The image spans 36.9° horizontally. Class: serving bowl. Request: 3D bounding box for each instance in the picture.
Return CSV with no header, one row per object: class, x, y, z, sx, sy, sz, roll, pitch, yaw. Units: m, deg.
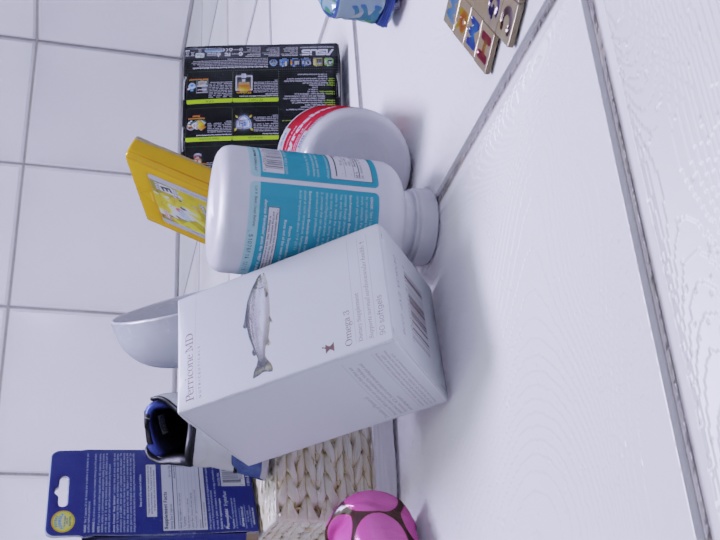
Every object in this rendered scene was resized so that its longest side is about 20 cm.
serving bowl,-0.152,0.058,1.108,0.200,0.198,0.067,-168,64,-75

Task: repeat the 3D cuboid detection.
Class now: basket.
basket,-0.042,0.170,1.076,0.136,0.122,0.203,123,148,-61

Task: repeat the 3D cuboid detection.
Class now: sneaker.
sneaker,-0.154,0.135,1.049,0.199,0.114,0.082,-128,45,-70

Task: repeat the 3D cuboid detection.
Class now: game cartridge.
game cartridge,-0.168,-0.066,1.254,0.033,0.198,0.177,-62,-9,-21

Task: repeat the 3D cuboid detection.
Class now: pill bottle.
pill bottle,-0.034,-0.046,0.958,0.111,0.197,0.112,-175,90,-76
pill bottle,-0.026,-0.114,1.116,0.200,0.111,0.114,-147,62,-73

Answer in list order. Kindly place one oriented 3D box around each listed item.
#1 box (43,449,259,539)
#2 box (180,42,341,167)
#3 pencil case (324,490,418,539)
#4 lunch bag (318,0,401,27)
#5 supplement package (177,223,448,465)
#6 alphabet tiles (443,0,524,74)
box,-0.203,0.224,1.051,0.122,0.197,0.033,-109,26,-56
box,-0.120,-0.185,1.323,0.048,0.197,0.196,92,175,-70
pencil case,0.020,0.283,0.885,0.094,0.091,0.201,-41,30,17
lunch bag,-0.002,-0.363,1.152,0.201,0.081,0.163,-111,28,-58
supplement package,-0.042,0.067,0.914,0.117,0.198,0.118,48,-153,-49
alphabet tiles,0.103,-0.262,0.871,0.201,0.006,0.168,-110,29,-57
